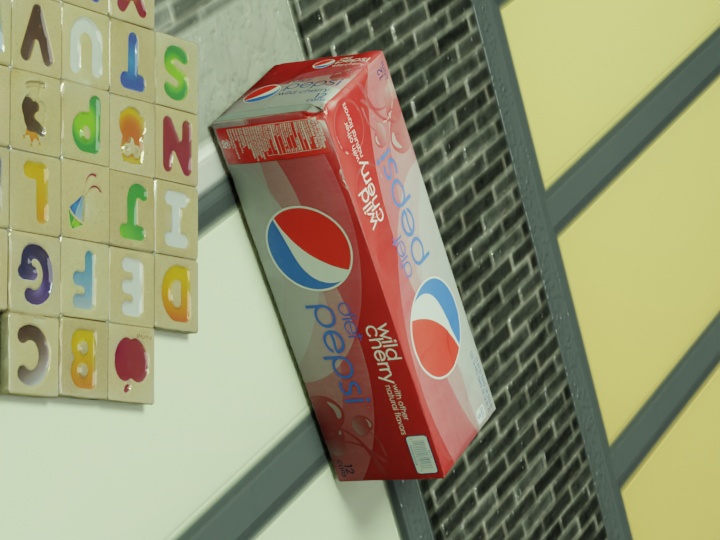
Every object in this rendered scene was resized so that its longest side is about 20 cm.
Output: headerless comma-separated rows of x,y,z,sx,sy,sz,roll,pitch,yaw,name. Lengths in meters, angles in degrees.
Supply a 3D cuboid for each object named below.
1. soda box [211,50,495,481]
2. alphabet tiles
0.000,0.000,1.154,0.070,0.063,0.200,-48,127,-50,soda box
-0.118,-0.045,1.019,0.166,0.006,0.200,11,77,-59,alphabet tiles
